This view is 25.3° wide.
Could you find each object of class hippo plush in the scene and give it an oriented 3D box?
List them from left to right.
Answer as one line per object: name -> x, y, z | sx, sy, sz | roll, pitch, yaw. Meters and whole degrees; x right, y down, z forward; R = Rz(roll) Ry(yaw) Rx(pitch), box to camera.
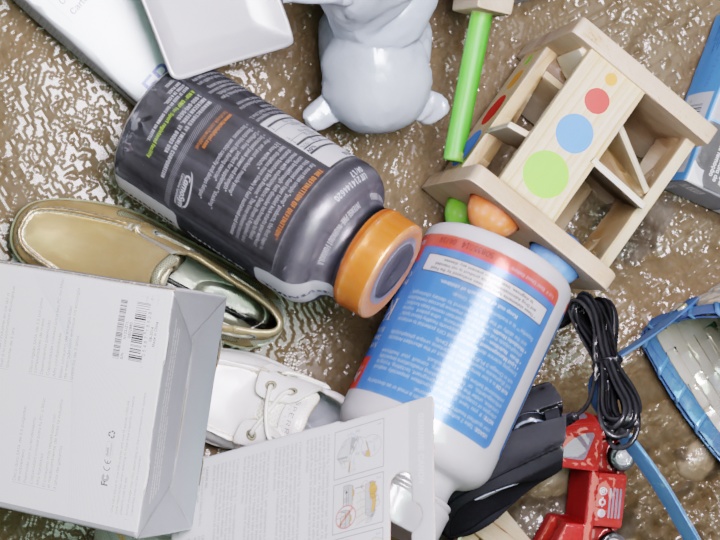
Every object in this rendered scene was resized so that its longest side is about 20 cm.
hippo plush -> 0.031, -0.175, 1.086 | 0.159, 0.200, 0.161 | -8, 128, 0

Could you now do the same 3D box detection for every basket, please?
basket -> 0.275, 0.099, 1.161 | 0.200, 0.139, 0.177 | -36, 96, -31

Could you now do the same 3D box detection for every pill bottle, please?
pill bottle -> -0.058, -0.048, 1.068 | 0.200, 0.106, 0.106 | 33, 82, 18
pill bottle -> 0.053, 0.078, 1.075 | 0.112, 0.112, 0.200 | 30, 75, -11

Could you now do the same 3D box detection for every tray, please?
tray -> -0.124, -0.231, 1.079 | 0.107, 0.022, 0.200 | -23, 93, -37

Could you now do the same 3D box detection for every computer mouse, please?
computer mouse -> 0.106, 0.094, 1.132 | 0.046, 0.200, 0.141 | 27, 43, -32

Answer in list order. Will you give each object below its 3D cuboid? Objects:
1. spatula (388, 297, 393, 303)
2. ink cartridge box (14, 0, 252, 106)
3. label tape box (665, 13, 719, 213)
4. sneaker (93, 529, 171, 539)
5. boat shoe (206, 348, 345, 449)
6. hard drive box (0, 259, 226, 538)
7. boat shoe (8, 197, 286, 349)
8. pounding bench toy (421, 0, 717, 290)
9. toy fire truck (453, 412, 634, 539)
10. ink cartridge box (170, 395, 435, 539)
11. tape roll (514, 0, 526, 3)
spatula -> 0.000, 0.000, 1.163 | 0.200, 0.021, 0.057 | 31, 95, -14
ink cartridge box -> -0.151, -0.241, 1.120 | 0.200, 0.041, 0.200 | 41, 81, -10
label tape box -> 0.344, -0.095, 1.224 | 0.200, 0.066, 0.144 | 22, 85, -11
sneaker -> -0.090, 0.176, 1.117 | 0.200, 0.076, 0.092 | -5, 85, -15
boat shoe -> -0.050, 0.102, 1.126 | 0.200, 0.069, 0.071 | 17, 85, -13
hard drive box -> -0.200, 0.076, 1.036 | 0.200, 0.077, 0.156 | 9, 89, 22
boat shoe -> -0.143, -0.001, 1.101 | 0.200, 0.076, 0.072 | 18, 88, -11
pounding bench toy -> 0.112, -0.094, 1.138 | 0.200, 0.124, 0.156 | 38, 82, -10
toy fire truck -> 0.121, 0.200, 1.177 | 0.141, 0.049, 0.200 | 7, 88, -13
ink cartridge box -> -0.031, 0.180, 0.997 | 0.200, 0.057, 0.163 | -16, 53, 23
tape roll -> 0.101, -0.298, 1.182 | 0.202, 0.037, 0.203 | 0, 89, -13
